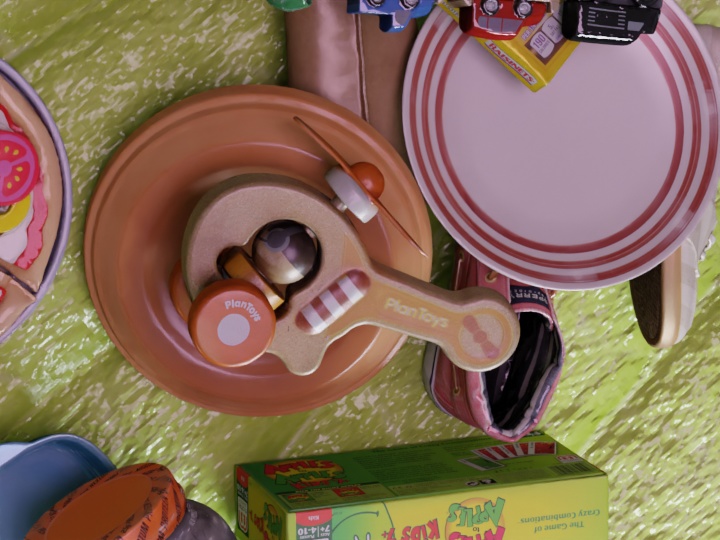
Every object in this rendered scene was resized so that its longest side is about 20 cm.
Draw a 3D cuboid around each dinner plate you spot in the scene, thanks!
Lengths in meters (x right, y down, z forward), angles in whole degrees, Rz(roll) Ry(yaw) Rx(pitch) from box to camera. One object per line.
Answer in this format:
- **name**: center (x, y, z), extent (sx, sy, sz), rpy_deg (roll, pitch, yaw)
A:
- **dinner plate**: center (0.117, -0.087, 1.540), extent (0.199, 0.024, 0.201), rpy_deg (2, 82, -15)

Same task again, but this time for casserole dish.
- **casserole dish**: center (-0.170, 0.180, 1.538), extent (0.121, 0.039, 0.200), rpy_deg (-35, 110, -10)

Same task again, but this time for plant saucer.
- **plant saucer**: center (-0.059, -0.005, 1.500), extent (0.199, 0.037, 0.201), rpy_deg (0, 112, 0)

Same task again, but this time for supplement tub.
- **supplement tub**: center (-0.102, 0.215, 1.485), extent (0.122, 0.123, 0.200), rpy_deg (-33, 110, -11)

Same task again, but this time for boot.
- **boot**: center (-0.034, -0.125, 1.505), extent (0.175, 0.066, 0.201), rpy_deg (-10, 106, -20)

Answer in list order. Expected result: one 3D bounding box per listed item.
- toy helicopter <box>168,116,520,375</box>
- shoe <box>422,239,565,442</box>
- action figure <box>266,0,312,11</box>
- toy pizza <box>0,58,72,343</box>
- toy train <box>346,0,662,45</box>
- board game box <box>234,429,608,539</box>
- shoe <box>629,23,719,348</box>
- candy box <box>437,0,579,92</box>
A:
- **toy helicopter**: center (0.000, 0.000, 1.456), extent (0.199, 0.079, 0.133), rpy_deg (19, 102, -18)
- **shoe**: center (0.092, -0.001, 1.565), extent (0.071, 0.091, 0.201), rpy_deg (9, 98, -22)
- **action figure**: center (-0.029, -0.238, 1.412), extent (0.118, 0.055, 0.201), rpy_deg (-16, 116, -59)
- **toy pizza**: center (-0.254, -0.034, 1.462), extent (0.199, 0.032, 0.201), rpy_deg (-5, 103, -19)
- **toy train**: center (0.075, -0.150, 1.478), extent (0.199, 0.034, 0.046), rpy_deg (4, 94, -19)
- **board game box**: center (0.036, 0.139, 1.570), extent (0.199, 0.102, 0.048), rpy_deg (-5, 103, -19)
- **shoe**: center (0.198, -0.051, 1.604), extent (0.053, 0.070, 0.201), rpy_deg (0, 100, -12)
- **candy box**: center (0.123, -0.210, 1.532), extent (0.102, 0.026, 0.200), rpy_deg (40, 72, -8)
